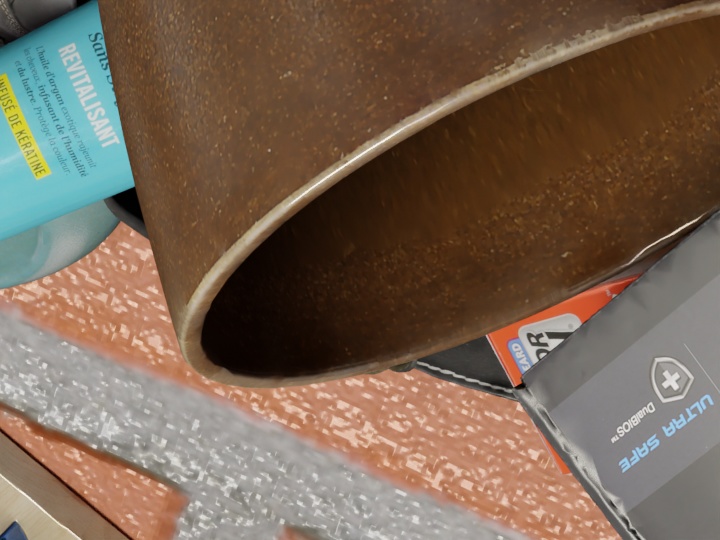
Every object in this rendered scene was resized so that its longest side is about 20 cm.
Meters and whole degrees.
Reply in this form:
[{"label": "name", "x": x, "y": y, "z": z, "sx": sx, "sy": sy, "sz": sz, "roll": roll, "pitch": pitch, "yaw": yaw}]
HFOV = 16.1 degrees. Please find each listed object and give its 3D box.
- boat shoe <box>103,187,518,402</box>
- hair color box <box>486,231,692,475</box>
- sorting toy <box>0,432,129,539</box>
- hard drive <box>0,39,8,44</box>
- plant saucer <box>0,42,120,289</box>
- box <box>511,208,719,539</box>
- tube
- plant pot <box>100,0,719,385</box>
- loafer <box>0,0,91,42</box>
[{"label": "boat shoe", "x": 0.000, "y": 0.000, "z": 0.828, "sx": 0.200, "sy": 0.066, "sz": 0.070, "roll": 34, "pitch": 129, "yaw": -21}, {"label": "hair color box", "x": 0.147, "y": -0.013, "z": 0.756, "sx": 0.200, "sy": 0.111, "sz": 0.064, "roll": -18, "pitch": 111, "yaw": 30}, {"label": "sorting toy", "x": -0.195, "y": 0.147, "z": 1.021, "sx": 0.199, "sy": 0.070, "sz": 0.200, "roll": 41, "pitch": 126, "yaw": -6}, {"label": "hard drive", "x": -0.027, "y": -0.099, "z": 0.824, "sx": 0.200, "sy": 0.026, "sz": 0.132, "roll": -35, "pitch": 103, "yaw": 35}, {"label": "plant saucer", "x": -0.178, "y": -0.041, "z": 0.861, "sx": 0.200, "sy": 0.027, "sz": 0.200, "roll": 12, "pitch": 154, "yaw": 6}, {"label": "box", "x": 0.168, "y": 0.049, "z": 0.636, "sx": 0.200, "sy": 0.050, "sz": 0.199, "roll": -41, "pitch": 80, "yaw": 34}, {"label": "tube", "x": -0.038, "y": -0.069, "z": 0.760, "sx": 0.200, "sy": 0.050, "sz": 0.077, "roll": -25, "pitch": 93, "yaw": 3}, {"label": "plant pot", "x": 0.002, "y": -0.101, "z": 0.661, "sx": 0.187, "sy": 0.187, "sz": 0.200, "roll": -38, "pitch": 69, "yaw": 35}, {"label": "loafer", "x": -0.078, "y": -0.157, "z": 0.768, "sx": 0.072, "sy": 0.073, "sz": 0.200, "roll": 30, "pitch": 122, "yaw": 19}]
